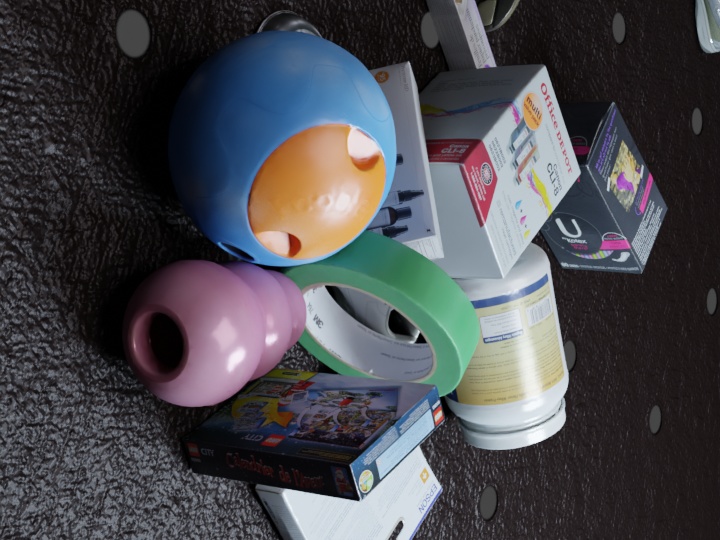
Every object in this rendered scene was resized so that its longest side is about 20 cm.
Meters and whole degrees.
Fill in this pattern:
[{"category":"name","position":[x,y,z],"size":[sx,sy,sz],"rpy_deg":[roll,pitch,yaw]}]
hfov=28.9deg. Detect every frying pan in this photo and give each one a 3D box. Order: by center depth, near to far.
[{"category":"frying pan","position":[-0.077,-0.164,1.339],"size":[0.115,0.031,0.191],"rpy_deg":[51,51,-40]}]

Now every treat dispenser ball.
[{"category":"treat dispenser ball","position":[-0.068,-0.105,1.211],"size":[0.200,0.199,0.204],"rpy_deg":[-4,95,-52]}]

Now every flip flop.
[{"category":"flip flop","position":[0.158,-0.366,1.600],"size":[0.058,0.080,0.203],"rpy_deg":[34,59,-63]}]

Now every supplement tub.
[{"category":"supplement tub","position":[0.153,0.081,1.548],"size":[0.144,0.143,0.202],"rpy_deg":[-31,115,-47]}]

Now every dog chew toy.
[{"category":"dog chew toy","position":[-0.117,0.046,1.227],"size":[0.199,0.123,0.126],"rpy_deg":[-15,104,-59]}]

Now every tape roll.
[{"category":"tape roll","position":[0.014,0.043,1.323],"size":[0.201,0.199,0.048],"rpy_deg":[55,51,-37]}]

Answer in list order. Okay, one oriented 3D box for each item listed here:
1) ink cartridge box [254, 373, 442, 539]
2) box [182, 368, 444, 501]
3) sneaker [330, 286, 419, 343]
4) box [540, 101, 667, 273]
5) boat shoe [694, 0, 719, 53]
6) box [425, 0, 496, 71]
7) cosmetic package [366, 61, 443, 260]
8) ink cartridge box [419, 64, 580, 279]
[{"category":"ink cartridge box","position":[-0.007,0.224,1.433],"size":[0.200,0.040,0.201],"rpy_deg":[-52,130,-37]},{"category":"box","position":[-0.043,0.143,1.255],"size":[0.136,0.198,0.038],"rpy_deg":[-37,120,-44]},{"category":"sneaker","position":[0.000,0.000,1.395],"size":[0.075,0.086,0.201],"rpy_deg":[-56,131,-31]},{"category":"box","position":[0.279,-0.100,1.719],"size":[0.200,0.121,0.107],"rpy_deg":[53,53,-38]},{"category":"boat shoe","position":[0.528,-0.424,2.069],"size":[0.074,0.064,0.204],"rpy_deg":[-29,114,-48]},{"category":"box","position":[0.100,-0.296,1.547],"size":[0.039,0.041,0.201],"rpy_deg":[-48,126,-39]},{"category":"cosmetic package","position":[0.026,-0.103,1.359],"size":[0.051,0.082,0.202],"rpy_deg":[68,12,-61]},{"category":"ink cartridge box","position":[0.119,-0.108,1.495],"size":[0.200,0.143,0.146],"rpy_deg":[-50,128,-39]}]
